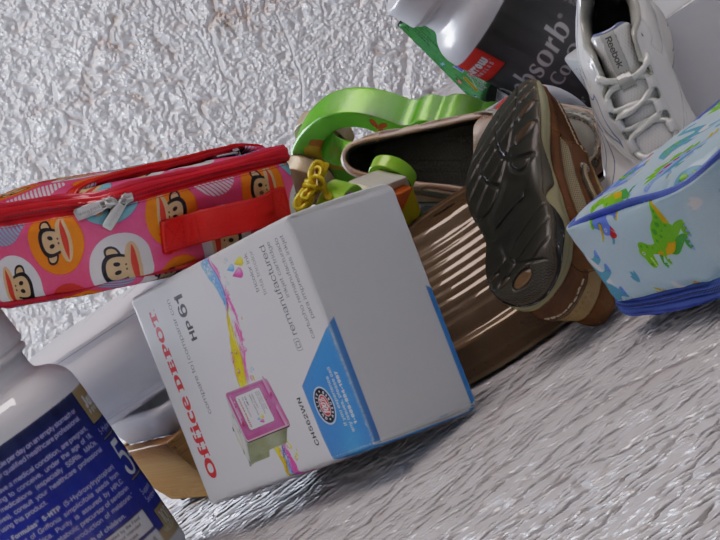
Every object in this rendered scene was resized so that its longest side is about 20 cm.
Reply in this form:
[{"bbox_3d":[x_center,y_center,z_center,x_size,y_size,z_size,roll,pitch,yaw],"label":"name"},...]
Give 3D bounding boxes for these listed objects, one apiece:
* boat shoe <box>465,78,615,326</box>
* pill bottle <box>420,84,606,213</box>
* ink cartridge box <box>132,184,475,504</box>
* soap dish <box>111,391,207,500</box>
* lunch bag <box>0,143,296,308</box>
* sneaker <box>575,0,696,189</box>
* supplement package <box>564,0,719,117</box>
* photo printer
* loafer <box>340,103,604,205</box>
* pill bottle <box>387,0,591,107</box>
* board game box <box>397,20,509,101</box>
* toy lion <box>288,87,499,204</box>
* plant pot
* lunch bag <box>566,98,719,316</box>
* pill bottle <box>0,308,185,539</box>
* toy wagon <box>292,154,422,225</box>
[{"bbox_3d":[0.114,-0.035,1.468,0.076,0.074,0.200,-46,27,32],"label":"boat shoe"},{"bbox_3d":[0.084,-0.047,1.768,0.200,0.116,0.116,-28,9,44],"label":"pill bottle"},{"bbox_3d":[-0.039,0.049,1.473,0.085,0.145,0.200,-19,-4,-35],"label":"ink cartridge box"},{"bbox_3d":[-0.075,0.086,1.742,0.200,0.081,0.157,-37,7,-22],"label":"soap dish"},{"bbox_3d":[-0.136,-0.030,1.575,0.176,0.082,0.200,-7,7,40],"label":"lunch bag"},{"bbox_3d":[0.166,-0.101,1.472,0.074,0.200,0.087,-24,-30,11],"label":"sneaker"},{"bbox_3d":[0.228,-0.130,1.646,0.117,0.117,0.200,-34,5,0],"label":"supplement package"},{"bbox_3d":[-0.153,0.048,1.727,0.200,0.070,0.166,-33,7,18],"label":"photo printer"},{"bbox_3d":[0.078,-0.076,1.643,0.200,0.072,0.063,-5,-8,36],"label":"loafer"},{"bbox_3d":[0.129,-0.187,1.799,0.116,0.200,0.116,-61,9,17],"label":"pill bottle"},{"bbox_3d":[0.132,-0.153,1.942,0.105,0.200,0.023,-25,27,50],"label":"board game box"},{"bbox_3d":[0.056,-0.083,1.873,0.192,0.200,0.069,-46,19,57],"label":"toy lion"},{"bbox_3d":[0.078,-0.002,1.567,0.201,0.093,0.201,-35,6,5],"label":"plant pot"},{"bbox_3d":[0.217,-0.057,1.308,0.200,0.083,0.161,-37,8,-23],"label":"lunch bag"},{"bbox_3d":[-0.216,0.130,1.583,0.120,0.200,0.120,-33,7,4],"label":"pill bottle"},{"bbox_3d":[0.000,0.000,1.608,0.200,0.039,0.155,68,-139,-56],"label":"toy wagon"}]
